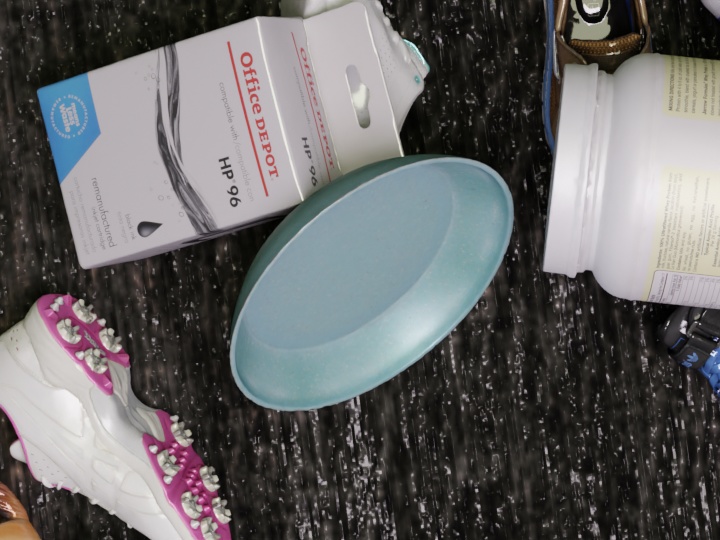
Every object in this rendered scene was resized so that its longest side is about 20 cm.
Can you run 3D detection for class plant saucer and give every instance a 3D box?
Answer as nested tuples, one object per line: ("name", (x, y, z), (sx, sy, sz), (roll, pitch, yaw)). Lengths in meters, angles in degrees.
("plant saucer", (0.000, 0.000, 1.442), (0.200, 0.200, 0.036), (-37, 58, -3))

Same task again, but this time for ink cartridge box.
("ink cartridge box", (-0.083, -0.082, 1.449), (0.199, 0.068, 0.116), (-16, 88, 24))

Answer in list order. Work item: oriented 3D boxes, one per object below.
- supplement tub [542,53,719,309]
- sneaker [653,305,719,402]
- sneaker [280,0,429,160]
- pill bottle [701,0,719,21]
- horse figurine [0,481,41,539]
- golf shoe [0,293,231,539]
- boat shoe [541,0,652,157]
("supplement tub", (0.211, -0.049, 1.402), (0.199, 0.145, 0.146), (6, 87, 4))
("sneaker", (0.227, 0.070, 1.484), (0.111, 0.077, 0.201), (12, 83, -7))
("sneaker", (0.001, -0.139, 1.501), (0.088, 0.075, 0.201), (-4, 93, -14))
("pill bottle", (0.279, -0.175, 1.481), (0.200, 0.112, 0.112), (42, 87, 1))
("horse figurine", (-0.228, 0.202, 1.440), (0.132, 0.050, 0.201), (-7, 100, -23))
("golf shoe", (-0.157, 0.113, 1.485), (0.091, 0.075, 0.200), (-35, 90, 18))
("boat shoe", (0.146, -0.127, 1.494), (0.072, 0.072, 0.201), (-10, 88, -2))
